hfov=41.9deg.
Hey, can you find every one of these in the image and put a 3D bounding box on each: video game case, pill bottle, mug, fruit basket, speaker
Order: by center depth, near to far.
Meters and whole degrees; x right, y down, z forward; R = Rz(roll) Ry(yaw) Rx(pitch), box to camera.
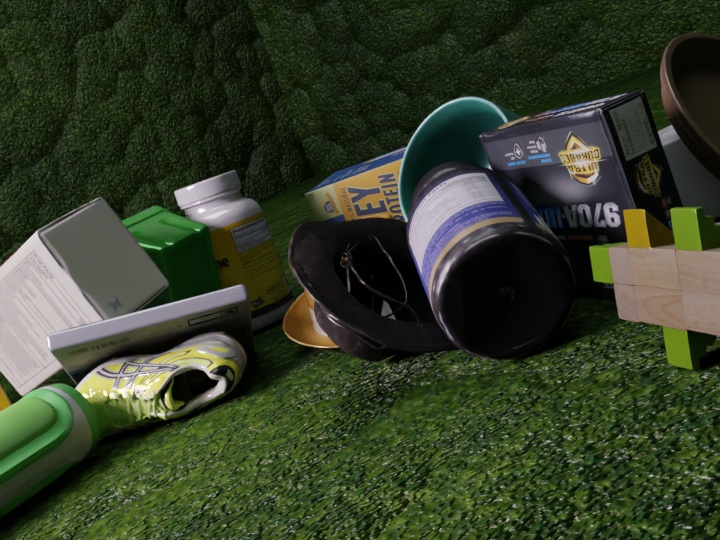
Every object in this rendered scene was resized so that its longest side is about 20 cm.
[{"bbox_3d":[0.099,-0.021,0.784,0.112,0.112,0.200,-21,25,3],"label":"pill bottle"},{"bbox_3d":[-0.330,0.177,0.839,0.088,0.089,0.200,-15,12,34],"label":"speaker"},{"bbox_3d":[0.127,-0.074,0.973,0.114,0.186,0.152,14,2,-44],"label":"mug"},{"bbox_3d":[-0.214,0.077,1.004,0.199,0.022,0.182,-15,-20,-10],"label":"video game case"},{"bbox_3d":[-0.272,0.027,1.179,0.215,0.216,0.155,-14,13,35],"label":"fruit basket"},{"bbox_3d":[-0.168,-0.023,1.227,0.112,0.201,0.112,-19,8,3],"label":"pill bottle"}]

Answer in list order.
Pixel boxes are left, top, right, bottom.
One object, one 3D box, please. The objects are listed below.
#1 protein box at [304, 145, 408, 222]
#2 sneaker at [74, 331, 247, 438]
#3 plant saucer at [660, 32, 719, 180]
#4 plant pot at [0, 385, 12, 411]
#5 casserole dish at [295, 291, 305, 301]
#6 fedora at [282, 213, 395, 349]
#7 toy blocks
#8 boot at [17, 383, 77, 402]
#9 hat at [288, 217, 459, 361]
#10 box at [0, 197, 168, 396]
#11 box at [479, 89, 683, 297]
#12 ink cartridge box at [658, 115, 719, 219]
[{"bbox_3d":[0.055,-0.100,1.369,0.199,0.135,0.199,-18,10,16],"label":"protein box"},{"bbox_3d":[-0.212,0.119,0.937,0.200,0.076,0.076,-25,15,4],"label":"sneaker"},{"bbox_3d":[0.335,-0.124,0.807,0.200,0.200,0.029,-30,-16,-43],"label":"plant saucer"},{"bbox_3d":[-0.598,0.167,1.194,0.200,0.200,0.176,-31,3,-44],"label":"plant pot"},{"bbox_3d":[0.001,0.016,1.147,0.121,0.039,0.200,-17,12,24],"label":"casserole dish"},{"bbox_3d":[0.000,0.000,0.984,0.200,0.082,0.201,-17,27,9],"label":"fedora"},{"bbox_3d":[0.257,-0.002,0.586,0.136,0.100,0.200,-12,7,-16],"label":"toy blocks"},{"bbox_3d":[-0.364,0.170,1.045,0.186,0.064,0.200,-13,8,31],"label":"boot"},{"bbox_3d":[0.020,0.033,0.848,0.201,0.200,0.081,-35,-27,-55],"label":"hat"},{"bbox_3d":[-0.334,0.031,1.050,0.200,0.128,0.109,-32,8,36],"label":"box"},{"bbox_3d":[0.188,-0.058,0.792,0.046,0.159,0.200,-25,11,-17],"label":"box"},{"bbox_3d":[0.325,-0.102,0.913,0.200,0.085,0.146,-28,2,-42],"label":"ink cartridge box"}]
